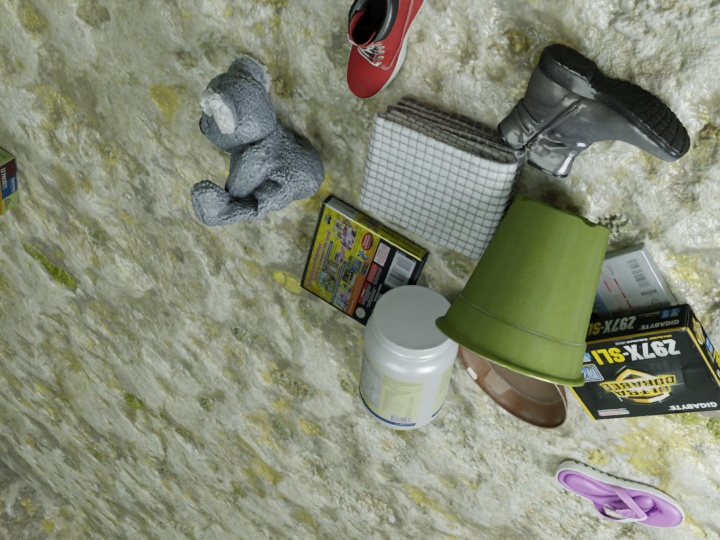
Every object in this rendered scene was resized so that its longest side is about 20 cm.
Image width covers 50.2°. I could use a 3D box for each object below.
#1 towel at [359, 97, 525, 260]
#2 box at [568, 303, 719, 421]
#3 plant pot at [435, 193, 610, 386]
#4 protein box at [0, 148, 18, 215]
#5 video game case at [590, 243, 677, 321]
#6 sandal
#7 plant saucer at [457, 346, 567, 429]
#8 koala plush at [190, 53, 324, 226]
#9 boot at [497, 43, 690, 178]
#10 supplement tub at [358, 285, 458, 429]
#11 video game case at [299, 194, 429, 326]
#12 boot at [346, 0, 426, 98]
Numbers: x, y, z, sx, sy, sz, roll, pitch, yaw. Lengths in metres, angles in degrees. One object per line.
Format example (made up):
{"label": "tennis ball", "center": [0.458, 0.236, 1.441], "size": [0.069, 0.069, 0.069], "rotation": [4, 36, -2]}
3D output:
{"label": "towel", "center": [0.104, -0.122, 1.014], "size": [0.199, 0.086, 0.166], "rotation": [24, 136, 15]}
{"label": "box", "center": [0.372, 0.129, 1.032], "size": [0.199, 0.050, 0.160], "rotation": [-15, 123, 41]}
{"label": "plant pot", "center": [0.217, 0.014, 0.953], "size": [0.199, 0.200, 0.191], "rotation": [23, 101, 17]}
{"label": "protein box", "center": [-0.834, -0.178, 1.531], "size": [0.198, 0.200, 0.135], "rotation": [32, 136, 9]}
{"label": "video game case", "center": [0.322, 0.050, 1.046], "size": [0.199, 0.018, 0.144], "rotation": [-19, 112, 42]}
{"label": "sandal", "center": [0.404, 0.369, 1.219], "size": [0.201, 0.050, 0.083], "rotation": [16, 132, 23]}
{"label": "plant saucer", "center": [0.230, 0.150, 1.142], "size": [0.200, 0.037, 0.201], "rotation": [37, 155, 20]}
{"label": "koala plush", "center": [-0.156, -0.192, 1.087], "size": [0.182, 0.178, 0.201], "rotation": [-4, 121, 23]}
{"label": "boot", "center": [0.265, -0.156, 0.887], "size": [0.200, 0.070, 0.132], "rotation": [41, 135, 17]}
{"label": "supplement tub", "center": [0.073, 0.134, 1.182], "size": [0.144, 0.145, 0.201], "rotation": [24, 140, 17]}
{"label": "video game case", "center": [0.000, 0.000, 1.224], "size": [0.180, 0.026, 0.201], "rotation": [31, 136, 10]}
{"label": "boot", "center": [0.008, -0.268, 0.918], "size": [0.072, 0.144, 0.200], "rotation": [34, 138, 4]}
